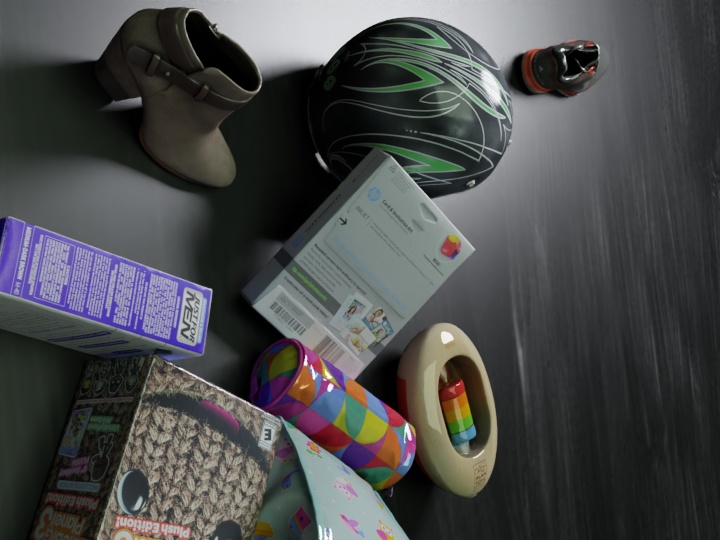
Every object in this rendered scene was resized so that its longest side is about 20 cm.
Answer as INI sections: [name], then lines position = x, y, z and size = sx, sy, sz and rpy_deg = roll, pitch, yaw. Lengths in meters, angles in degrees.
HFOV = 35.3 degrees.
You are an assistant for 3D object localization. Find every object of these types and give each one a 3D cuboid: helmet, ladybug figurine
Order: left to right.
[helmet]
position = 0.060, -0.171, 1.198
size = 0.199, 0.189, 0.203
rpy_deg = 9, 78, -45
[ladybug figurine]
position = 0.093, 0.160, 1.272
size = 0.135, 0.071, 0.202
rpy_deg = -17, 96, -48

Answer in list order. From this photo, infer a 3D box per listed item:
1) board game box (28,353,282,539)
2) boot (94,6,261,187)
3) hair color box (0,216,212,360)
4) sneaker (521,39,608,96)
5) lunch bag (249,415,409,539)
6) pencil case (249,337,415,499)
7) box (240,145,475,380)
[board game box]
position = -0.174, 0.195, 0.960
size = 0.159, 0.096, 0.202
rpy_deg = 32, 61, -39
[boot]
position = -0.142, -0.151, 1.010
size = 0.200, 0.145, 0.071
rpy_deg = 40, 55, -36
[hair color box]
position = -0.231, 0.022, 0.915
size = 0.199, 0.109, 0.066
rpy_deg = 25, 65, -43
[sneaker]
position = 0.304, -0.282, 1.559
size = 0.199, 0.081, 0.078
rpy_deg = -23, 101, -46
[lunch bag]
position = -0.030, 0.258, 1.028
size = 0.122, 0.200, 0.170
rpy_deg = -44, 126, 5
[pencil case]
position = -0.027, 0.150, 1.137
size = 0.200, 0.088, 0.089
rpy_deg = 43, 55, -33
[box]
position = 0.000, 0.000, 1.145
size = 0.200, 0.041, 0.156
rpy_deg = -47, 124, 0
